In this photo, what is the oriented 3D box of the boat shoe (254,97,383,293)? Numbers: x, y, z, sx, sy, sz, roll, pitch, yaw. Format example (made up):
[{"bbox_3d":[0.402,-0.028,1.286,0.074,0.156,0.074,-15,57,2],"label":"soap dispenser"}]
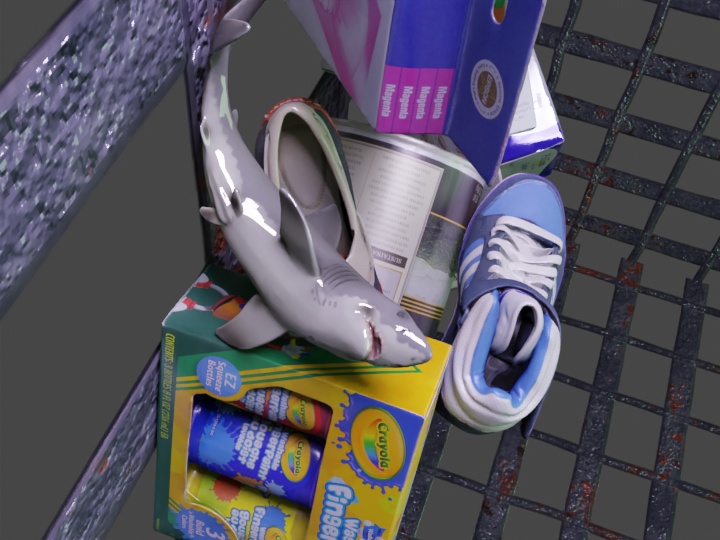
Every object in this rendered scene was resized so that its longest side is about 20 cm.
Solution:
[{"bbox_3d":[-0.025,-0.013,0.588,0.063,0.071,0.200,-114,-167,-79],"label":"boat shoe"}]

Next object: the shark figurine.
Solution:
[{"bbox_3d":[-0.040,-0.042,0.499,0.089,0.128,0.215,-31,98,-48],"label":"shark figurine"}]

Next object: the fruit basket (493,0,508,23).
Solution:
[{"bbox_3d":[0.030,-0.198,0.486,0.200,0.094,0.186,164,-88,-84],"label":"fruit basket"}]

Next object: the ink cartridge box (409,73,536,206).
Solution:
[{"bbox_3d":[0.086,-0.132,0.775,0.200,0.044,0.174,-142,-144,-65],"label":"ink cartridge box"}]

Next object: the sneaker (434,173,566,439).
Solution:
[{"bbox_3d":[0.108,0.013,0.599,0.146,0.080,0.200,134,-21,-78],"label":"sneaker"}]

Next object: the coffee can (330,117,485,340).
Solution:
[{"bbox_3d":[0.000,0.000,0.703,0.146,0.146,0.200,22,86,-81],"label":"coffee can"}]

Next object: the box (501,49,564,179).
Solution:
[{"bbox_3d":[0.135,-0.195,0.984,0.184,0.105,0.200,28,43,-81],"label":"box"}]

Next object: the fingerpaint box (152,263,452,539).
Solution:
[{"bbox_3d":[-0.046,0.117,0.595,0.073,0.167,0.200,-60,166,-52],"label":"fingerpaint box"}]

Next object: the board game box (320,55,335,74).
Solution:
[{"bbox_3d":[0.024,-0.252,0.699,0.126,0.035,0.200,-46,153,-69],"label":"board game box"}]

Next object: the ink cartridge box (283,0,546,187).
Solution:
[{"bbox_3d":[0.015,-0.169,0.403,0.197,0.043,0.200,98,-29,-43],"label":"ink cartridge box"}]

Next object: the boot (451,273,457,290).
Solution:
[{"bbox_3d":[0.084,-0.054,0.985,0.200,0.073,0.151,-29,132,-45],"label":"boot"}]
